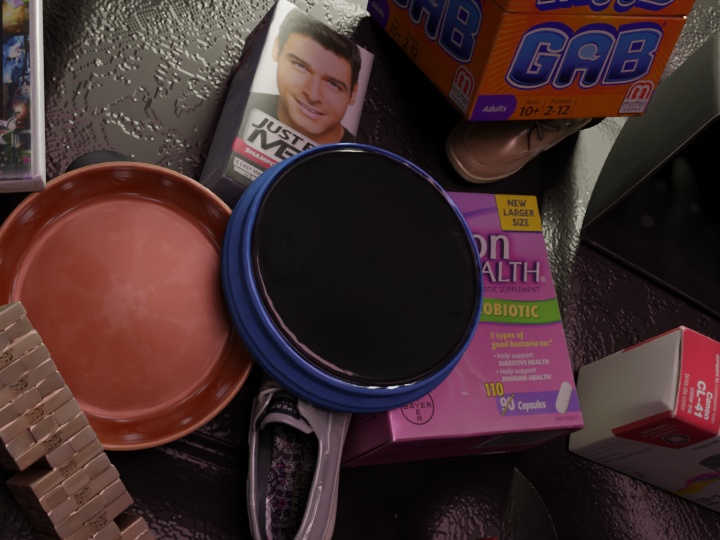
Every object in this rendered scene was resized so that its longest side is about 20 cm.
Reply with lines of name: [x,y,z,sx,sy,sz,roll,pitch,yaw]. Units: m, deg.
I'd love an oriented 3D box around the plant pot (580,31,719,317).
plant pot: [0.353,-0.103,1.024,0.199,0.200,0.178,28,49,-14]

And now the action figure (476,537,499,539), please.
action figure: [0.077,0.304,0.792,0.065,0.052,0.201,30,64,-7]

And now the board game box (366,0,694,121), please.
board game box: [0.154,-0.269,0.931,0.199,0.201,0.200,-6,42,-29]

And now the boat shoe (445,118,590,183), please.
boat shoe: [0.162,-0.144,1.007,0.199,0.065,0.072,-27,84,-33]

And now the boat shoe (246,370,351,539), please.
boat shoe: [-0.044,0.110,0.768,0.069,0.072,0.203,0,78,12]

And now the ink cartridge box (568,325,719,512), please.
ink cartridge box: [0.302,0.136,0.917,0.199,0.148,0.086,24,61,-16]

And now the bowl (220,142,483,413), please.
bowl: [0.000,0.000,0.767,0.199,0.039,0.202,9,67,-22]

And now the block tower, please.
block tower: [-0.205,0.113,0.688,0.058,0.054,0.201,-36,105,-34]

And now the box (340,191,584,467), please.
box: [0.066,0.045,0.862,0.175,0.097,0.202,1,69,-27]

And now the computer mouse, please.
computer mouse: [-0.132,-0.018,0.815,0.140,0.046,0.201,-21,81,-31]

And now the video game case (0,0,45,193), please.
video game case: [-0.316,-0.143,0.750,0.180,0.023,0.202,-4,67,-10]

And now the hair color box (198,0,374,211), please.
hair color box: [-0.059,-0.115,0.864,0.099,0.061,0.201,28,51,-21]

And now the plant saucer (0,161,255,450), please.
plant saucer: [-0.166,0.025,0.757,0.198,0.032,0.202,1,84,-12]
